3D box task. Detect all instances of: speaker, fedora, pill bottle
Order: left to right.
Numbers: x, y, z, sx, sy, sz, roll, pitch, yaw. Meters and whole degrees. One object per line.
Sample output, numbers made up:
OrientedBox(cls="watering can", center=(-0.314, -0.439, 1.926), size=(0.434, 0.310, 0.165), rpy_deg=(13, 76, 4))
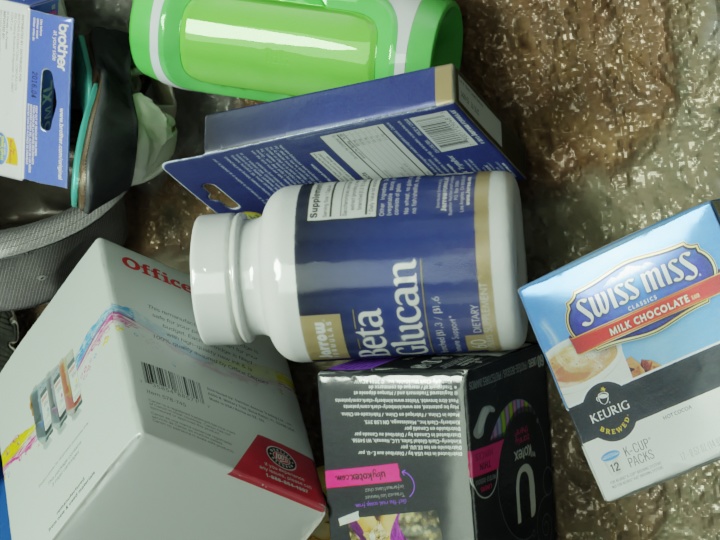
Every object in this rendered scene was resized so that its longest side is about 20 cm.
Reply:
OrientedBox(cls="fedora", center=(-0.226, -0.038, 1.686), size=(0.177, 0.200, 0.090), rpy_deg=(-120, 14, -50))
OrientedBox(cls="speaker", center=(-0.040, -0.147, 1.577), size=(0.199, 0.088, 0.089), rpy_deg=(10, 102, 16))
OrientedBox(cls="pill bottle", center=(0.000, 0.000, 1.541), size=(0.199, 0.111, 0.111), rpy_deg=(-4, 96, 8))

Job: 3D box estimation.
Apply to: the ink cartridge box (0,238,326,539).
OrientedBox(cls="ink cartridge box", center=(-0.133, 0.109, 1.597), size=(0.145, 0.145, 0.200), rpy_deg=(-51, 32, 25))

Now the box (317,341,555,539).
OrientedBox(cls="box", center=(0.052, 0.151, 1.561), size=(0.106, 0.122, 0.201), rpy_deg=(-1, 97, 28))

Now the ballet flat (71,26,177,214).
OrientedBox(cls="ballet flat", center=(-0.152, -0.100, 1.616), size=(0.073, 0.200, 0.073), rpy_deg=(-2, 121, -4))

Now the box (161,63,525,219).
OrientedBox(cls="box", center=(-0.011, -0.073, 1.552), size=(0.199, 0.121, 0.032), rpy_deg=(-11, 65, 21))

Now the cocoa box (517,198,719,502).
OrientedBox(cls="cocoa box", center=(0.204, 0.033, 1.416), size=(0.133, 0.200, 0.132), rpy_deg=(-25, 84, 29))

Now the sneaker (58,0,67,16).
OrientedBox(cls="sneaker", center=(-0.244, -0.193, 1.669), size=(0.078, 0.099, 0.201), rpy_deg=(5, 85, 35))

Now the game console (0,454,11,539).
OrientedBox(cls="game console", center=(-0.232, 0.220, 1.780), size=(0.200, 0.118, 0.171), rpy_deg=(15, 135, 33))

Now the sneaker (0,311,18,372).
OrientedBox(cls="sneaker", center=(-0.296, 0.105, 1.767), size=(0.083, 0.080, 0.200), rpy_deg=(16, 84, 66))

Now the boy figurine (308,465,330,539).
OrientedBox(cls="boy figurine", center=(-0.061, 0.195, 1.665), size=(0.200, 0.064, 0.125), rpy_deg=(-36, 77, 31))

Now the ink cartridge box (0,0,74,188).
OrientedBox(cls="ink cartridge box", center=(-0.265, -0.131, 1.634), size=(0.200, 0.042, 0.120), rpy_deg=(15, 112, 25))
